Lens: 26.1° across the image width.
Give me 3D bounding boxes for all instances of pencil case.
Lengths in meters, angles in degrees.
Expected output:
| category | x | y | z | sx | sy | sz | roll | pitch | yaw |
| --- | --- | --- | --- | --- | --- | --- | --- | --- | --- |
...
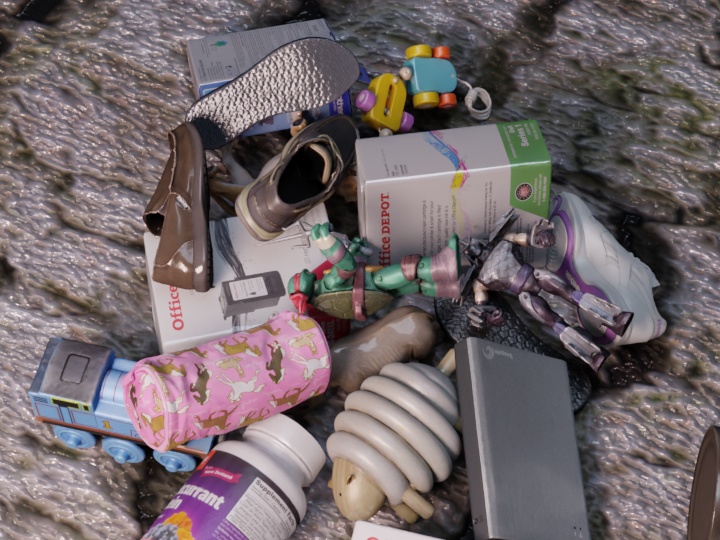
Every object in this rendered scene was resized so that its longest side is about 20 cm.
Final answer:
| category | x | y | z | sx | sy | sz | roll | pitch | yaw |
| --- | --- | --- | --- | --- | --- | --- | --- | --- | --- |
| pencil case | -0.125 | 0.103 | 1.467 | 0.199 | 0.083 | 0.086 | -19 | 41 | -35 |

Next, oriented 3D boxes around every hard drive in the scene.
| category | x | y | z | sx | sy | sz | roll | pitch | yaw |
| --- | --- | --- | --- | --- | --- | --- | --- | --- | --- |
| hard drive | 0.157 | 0.173 | 1.510 | 0.139 | 0.033 | 0.201 | 16 | 58 | -37 |

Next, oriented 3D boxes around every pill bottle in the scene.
| category | x | y | z | sx | sy | sz | roll | pitch | yaw |
| --- | --- | --- | --- | --- | --- | --- | --- | --- | --- |
| pill bottle | -0.121 | 0.234 | 1.480 | 0.111 | 0.112 | 0.200 | 29 | 61 | 17 |

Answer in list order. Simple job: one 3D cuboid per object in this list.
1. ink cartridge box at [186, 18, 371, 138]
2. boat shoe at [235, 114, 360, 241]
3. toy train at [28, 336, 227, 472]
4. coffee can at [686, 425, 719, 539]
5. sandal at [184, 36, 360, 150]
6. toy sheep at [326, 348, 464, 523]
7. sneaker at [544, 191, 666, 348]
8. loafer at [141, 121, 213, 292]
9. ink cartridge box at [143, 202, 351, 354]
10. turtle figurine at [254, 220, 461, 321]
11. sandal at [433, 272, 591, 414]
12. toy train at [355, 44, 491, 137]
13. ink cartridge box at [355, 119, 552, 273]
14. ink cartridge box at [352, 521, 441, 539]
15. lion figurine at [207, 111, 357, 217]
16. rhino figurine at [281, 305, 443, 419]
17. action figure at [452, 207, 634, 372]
| category | x | y | z | sx | sy | sz | roll | pitch | yaw |
| --- | --- | --- | --- | --- | --- | --- | --- | --- | --- |
| ink cartridge box | -0.089 | -0.220 | 1.764 | 0.198 | 0.077 | 0.137 | -12 | 32 | -6 |
| boat shoe | -0.048 | -0.101 | 1.604 | 0.075 | 0.073 | 0.200 | 50 | 46 | -13 |
| toy train | -0.229 | 0.135 | 1.540 | 0.198 | 0.115 | 0.087 | 12 | 58 | 8 |
| coffee can | 0.419 | 0.233 | 1.464 | 0.198 | 0.147 | 0.147 | 8 | 57 | 4 |
| sandal | -0.097 | -0.197 | 1.679 | 0.199 | 0.043 | 0.077 | -21 | 102 | 6 |
| toy sheep | 0.042 | 0.160 | 1.521 | 0.137 | 0.138 | 0.200 | 31 | 67 | 18 |
| sneaker | 0.260 | 0.001 | 1.669 | 0.099 | 0.075 | 0.201 | 0 | 52 | -28 |
| loafer | -0.190 | -0.069 | 1.596 | 0.070 | 0.073 | 0.201 | -4 | 55 | -4 |
| ink cartridge box | -0.120 | 0.023 | 1.631 | 0.198 | 0.084 | 0.146 | -10 | 58 | -8 |
| turtle figurine | 0.000 | 0.000 | 1.543 | 0.198 | 0.150 | 0.102 | -1 | 90 | 5 |
| sandal | 0.152 | 0.083 | 1.626 | 0.200 | 0.045 | 0.075 | 41 | 70 | 7 |
| toy train | 0.060 | -0.164 | 1.766 | 0.150 | 0.055 | 0.200 | 51 | 54 | -16 |
| ink cartridge box | 0.096 | -0.071 | 1.649 | 0.198 | 0.146 | 0.084 | -6 | 41 | -5 |
| ink cartridge box | 0.042 | 0.343 | 1.405 | 0.144 | 0.084 | 0.201 | 12 | 66 | 7 |
| lion figurine | -0.085 | -0.103 | 1.717 | 0.199 | 0.123 | 0.073 | -22 | 34 | 4 |
| rhino figurine | -0.006 | 0.097 | 1.581 | 0.199 | 0.088 | 0.060 | -26 | 57 | -6 |
| action figure | 0.178 | 0.017 | 1.579 | 0.199 | 0.069 | 0.131 | 33 | 99 | 13 |
